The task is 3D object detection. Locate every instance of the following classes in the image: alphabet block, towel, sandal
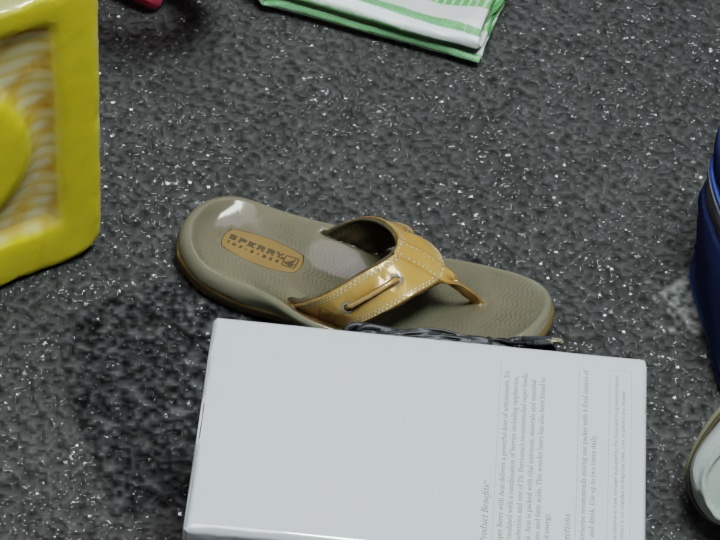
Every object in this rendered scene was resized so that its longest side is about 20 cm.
[{"bbox_3d":[-0.258,-0.106,1.311,0.196,0.196,0.200,-23,55,-21],"label":"alphabet block"},{"bbox_3d":[0.029,-0.209,1.542,0.152,0.023,0.200,15,49,9],"label":"towel"},{"bbox_3d":[0.000,0.000,1.332,0.199,0.054,0.080,19,49,11],"label":"sandal"}]

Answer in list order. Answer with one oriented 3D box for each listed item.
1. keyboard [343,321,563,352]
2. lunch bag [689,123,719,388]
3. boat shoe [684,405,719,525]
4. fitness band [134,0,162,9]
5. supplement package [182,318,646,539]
[{"bbox_3d":[0.034,0.050,1.252,0.199,0.127,0.021,5,72,0],"label":"keyboard"},{"bbox_3d":[0.273,-0.016,1.321,0.199,0.133,0.136,-5,49,-9],"label":"lunch bag"},{"bbox_3d":[0.246,0.067,1.237,0.199,0.075,0.068,-29,17,7],"label":"boat shoe"},{"bbox_3d":[-0.163,-0.199,1.437,0.199,0.144,0.038,24,82,13],"label":"fitness band"},{"bbox_3d":[0.023,0.112,1.191,0.199,0.120,0.122,6,50,0],"label":"supplement package"}]
